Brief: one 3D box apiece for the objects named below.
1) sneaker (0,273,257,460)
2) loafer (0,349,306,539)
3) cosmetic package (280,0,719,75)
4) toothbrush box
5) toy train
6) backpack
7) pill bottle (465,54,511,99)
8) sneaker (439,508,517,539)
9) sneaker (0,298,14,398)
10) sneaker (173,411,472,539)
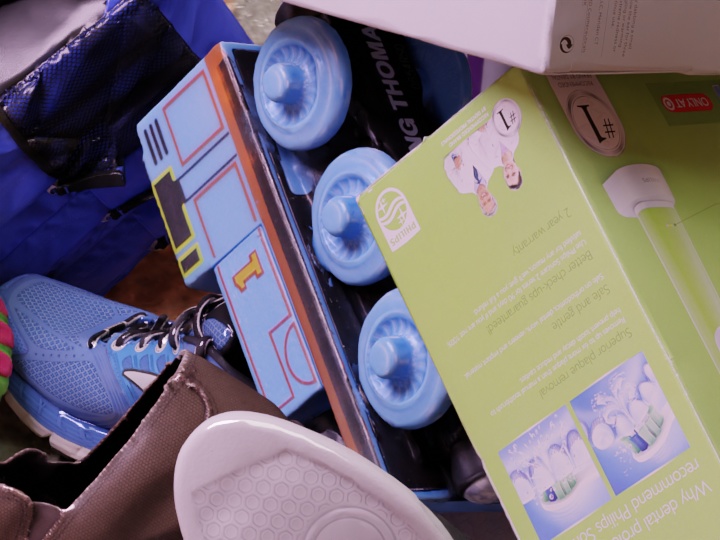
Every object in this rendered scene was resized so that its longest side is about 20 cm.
[{"bbox_3d":[-0.056,0.036,1.014,0.200,0.089,0.079,20,34,22],"label":"sneaker"},{"bbox_3d":[-0.110,0.092,0.868,0.200,0.071,0.073,-35,14,2],"label":"loafer"},{"bbox_3d":[0.056,-0.103,0.855,0.150,0.052,0.200,-1,14,-37],"label":"cosmetic package"},{"bbox_3d":[0.110,0.037,0.829,0.145,0.086,0.200,-8,65,-48],"label":"toothbrush box"},{"bbox_3d":[0.000,0.000,0.914,0.087,0.114,0.200,1,59,-42],"label":"toy train"},{"bbox_3d":[-0.146,-0.063,1.094,0.200,0.168,0.163,-37,40,-1],"label":"backpack"},{"bbox_3d":[0.047,-0.062,1.076,0.111,0.200,0.112,4,32,-2],"label":"pill bottle"},{"bbox_3d":[0.062,0.095,0.961,0.076,0.105,0.200,23,67,32],"label":"sneaker"},{"bbox_3d":[-0.181,0.076,0.970,0.084,0.077,0.200,-25,32,26],"label":"sneaker"},{"bbox_3d":[0.022,0.106,0.833,0.200,0.071,0.099,39,11,-11],"label":"sneaker"}]
